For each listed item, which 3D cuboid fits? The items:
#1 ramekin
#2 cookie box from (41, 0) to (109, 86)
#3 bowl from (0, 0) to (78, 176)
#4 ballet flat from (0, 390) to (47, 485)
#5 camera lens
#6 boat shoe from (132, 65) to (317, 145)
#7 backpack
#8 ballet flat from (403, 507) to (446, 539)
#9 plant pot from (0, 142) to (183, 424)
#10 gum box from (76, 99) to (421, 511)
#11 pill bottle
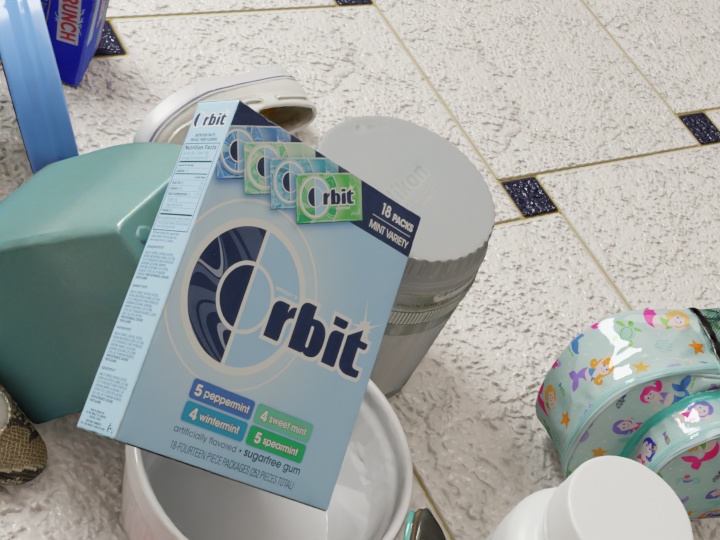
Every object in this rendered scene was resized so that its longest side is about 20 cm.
[{"bbox_3d":[-0.073,0.148,0.796,0.199,0.105,0.201,14,48,-16],"label":"ramekin"},{"bbox_3d":[-0.319,-0.276,0.998,0.199,0.171,0.075,22,48,-9],"label":"cookie box"},{"bbox_3d":[-0.261,-0.157,0.910,0.039,0.201,0.201,-14,57,-12],"label":"bowl"},{"bbox_3d":[-0.301,0.079,0.763,0.199,0.075,0.068,27,44,-3],"label":"ballet flat"},{"bbox_3d":[0.000,0.000,0.893,0.159,0.200,0.161,14,47,-15],"label":"camera lens"},{"bbox_3d":[-0.117,-0.133,1.048,0.070,0.071,0.200,43,40,18],"label":"boat shoe"},{"bbox_3d":[0.252,0.118,0.935,0.199,0.178,0.151,5,45,-17],"label":"backpack"},{"bbox_3d":[0.047,0.260,0.742,0.068,0.068,0.201,9,78,11],"label":"ballet flat"},{"bbox_3d":[-0.165,-0.002,0.765,0.142,0.199,0.141,57,48,-18],"label":"plant pot"},{"bbox_3d":[-0.058,0.025,0.686,0.170,0.044,0.201,28,75,-42],"label":"gum box"},{"bbox_3d":[0.135,0.214,0.773,0.114,0.200,0.115,13,47,-15],"label":"pill bottle"}]
